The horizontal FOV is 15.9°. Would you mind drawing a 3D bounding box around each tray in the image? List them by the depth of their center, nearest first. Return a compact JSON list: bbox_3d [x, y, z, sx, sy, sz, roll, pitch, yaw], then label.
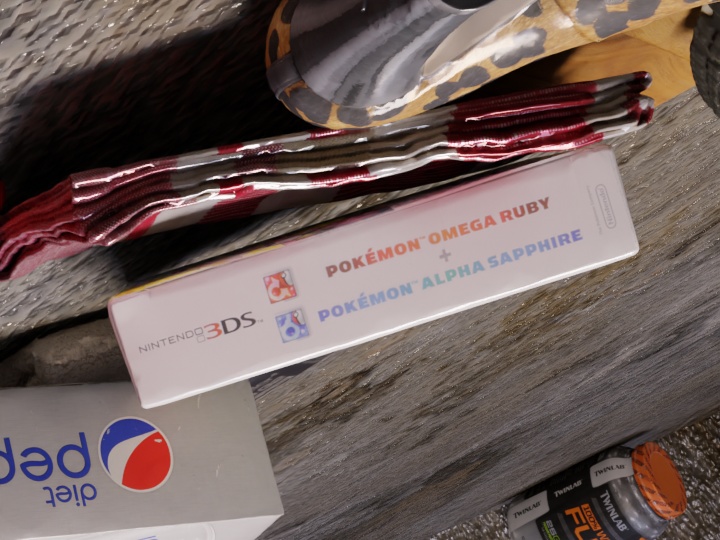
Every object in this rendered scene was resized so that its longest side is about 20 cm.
[{"bbox_3d":[0.089,-0.087,0.926,0.098,0.037,0.200,-29,169,18],"label":"tray"}]

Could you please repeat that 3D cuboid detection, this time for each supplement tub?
[{"bbox_3d":[0.289,0.292,3.131,0.200,0.123,0.122,-30,169,25],"label":"supplement tub"}]

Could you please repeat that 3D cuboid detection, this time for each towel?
[{"bbox_3d":[-0.018,-0.029,0.846,0.199,0.023,0.144,-12,179,-21],"label":"towel"},{"bbox_3d":[-0.139,0.066,1.164,0.132,0.035,0.200,-17,167,-42],"label":"towel"}]

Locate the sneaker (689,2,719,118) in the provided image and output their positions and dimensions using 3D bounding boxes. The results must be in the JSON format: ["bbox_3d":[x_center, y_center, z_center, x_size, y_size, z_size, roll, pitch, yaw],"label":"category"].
[{"bbox_3d":[0.188,-0.117,0.856,0.089,0.077,0.200,-39,171,-51],"label":"sneaker"}]

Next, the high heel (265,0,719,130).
[{"bbox_3d":[0.069,-0.098,0.764,0.199,0.072,0.142,-21,178,-25],"label":"high heel"}]

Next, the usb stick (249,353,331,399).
[{"bbox_3d":[-0.074,0.057,1.283,0.200,0.033,0.055,-31,162,31],"label":"usb stick"}]

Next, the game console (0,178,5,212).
[{"bbox_3d":[-0.213,0.010,0.740,0.171,0.119,0.200,5,173,8],"label":"game console"}]

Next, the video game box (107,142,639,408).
[{"bbox_3d":[0.000,0.000,0.966,0.181,0.047,0.200,-15,-178,-2],"label":"video game box"}]

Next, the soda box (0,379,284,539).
[{"bbox_3d":[-0.136,0.090,1.054,0.199,0.069,0.063,-3,156,-31],"label":"soda box"}]
